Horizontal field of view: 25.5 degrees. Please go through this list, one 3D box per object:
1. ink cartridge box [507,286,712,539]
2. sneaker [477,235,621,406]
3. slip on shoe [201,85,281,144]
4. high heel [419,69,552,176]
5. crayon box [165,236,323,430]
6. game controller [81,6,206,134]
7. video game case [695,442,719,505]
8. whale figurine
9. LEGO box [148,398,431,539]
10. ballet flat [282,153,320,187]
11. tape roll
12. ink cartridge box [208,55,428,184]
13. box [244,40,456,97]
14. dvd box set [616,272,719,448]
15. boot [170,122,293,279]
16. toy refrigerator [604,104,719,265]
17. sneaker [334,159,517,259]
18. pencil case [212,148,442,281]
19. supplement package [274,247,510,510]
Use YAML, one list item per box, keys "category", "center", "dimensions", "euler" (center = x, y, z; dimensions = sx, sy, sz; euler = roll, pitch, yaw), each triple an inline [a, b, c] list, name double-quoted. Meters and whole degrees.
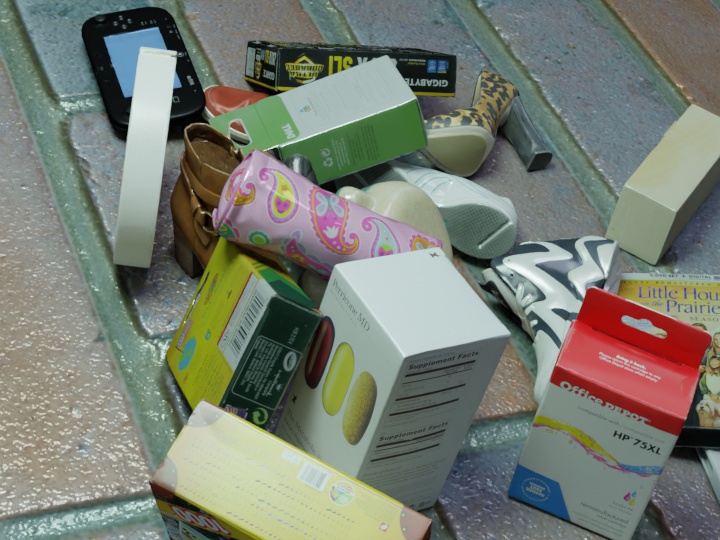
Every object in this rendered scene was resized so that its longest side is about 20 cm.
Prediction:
- category: "ink cartridge box"
  center: [0.207, 0.123, 1.331]
  dimensions: [0.115, 0.201, 0.067]
  euler: [21, 40, 9]
- category: "sneaker"
  center: [0.164, 0.045, 1.512]
  dimensions: [0.128, 0.080, 0.201]
  euler: [8, 59, 23]
- category: "slip on shoe"
  center: [-0.075, -0.165, 1.685]
  dimensions: [0.198, 0.062, 0.074]
  euler: [15, 42, 3]
- category: "high heel"
  center: [0.105, -0.173, 1.731]
  dimensions: [0.198, 0.072, 0.143]
  euler: [3, 45, -38]
- category: "crayon box"
  center: [-0.102, 0.055, 1.335]
  dimensions: [0.050, 0.128, 0.200]
  euler: [24, 8, -22]
- category: "game controller"
  center: [-0.233, -0.216, 1.701]
  dimensions: [0.103, 0.042, 0.201]
  euler: [-18, 48, -7]
- category: "video game case"
  center: [0.403, 0.155, 1.491]
  dimensions: [0.198, 0.022, 0.183]
  euler: [1, 42, -15]
- category: "whale figurine"
  center: [0.000, 0.000, 1.475]
  dimensions: [0.103, 0.160, 0.200]
  euler: [-9, 21, 41]
- category: "LEGO box"
  center: [-0.049, 0.198, 1.199]
  dimensions: [0.199, 0.149, 0.078]
  euler: [26, 66, 14]
- category: "ballet flat"
  center: [-0.055, -0.067, 1.505]
  dimensions: [0.066, 0.200, 0.058]
  euler: [8, 85, -3]
- category: "tape roll"
  center: [-0.199, -0.105, 1.470]
  dimensions: [0.037, 0.204, 0.204]
  euler: [7, 41, -8]
- category: "ink cartridge box"
  center: [-0.043, -0.139, 1.592]
  dimensions: [0.198, 0.060, 0.104]
  euler: [-20, 36, -6]
- category: "box"
  center: [-0.012, -0.218, 1.719]
  dimensions: [0.198, 0.050, 0.160]
  euler: [0, 9, -17]
- category: "dvd box set"
  center: [0.309, 0.082, 1.505]
  dimensions: [0.145, 0.030, 0.201]
  euler: [2, 44, 8]
- category: "boot"
  center: [-0.103, -0.029, 1.445]
  dimensions: [0.199, 0.156, 0.073]
  euler: [35, 49, 25]
- category: "toy refrigerator"
  center: [0.336, -0.097, 1.717]
  dimensions: [0.070, 0.076, 0.200]
  euler: [29, 43, 17]
- category: "sneaker"
  center: [0.068, -0.070, 1.625]
  dimensions: [0.198, 0.071, 0.080]
  euler: [22, 24, 5]
- category: "pencil case"
  center: [-0.027, -0.027, 1.356]
  dimensions: [0.199, 0.088, 0.088]
  euler: [27, 38, -13]
- category: "supplement package"
  center: [0.021, 0.097, 1.298]
  dimensions: [0.109, 0.201, 0.114]
  euler: [-10, 45, -34]
